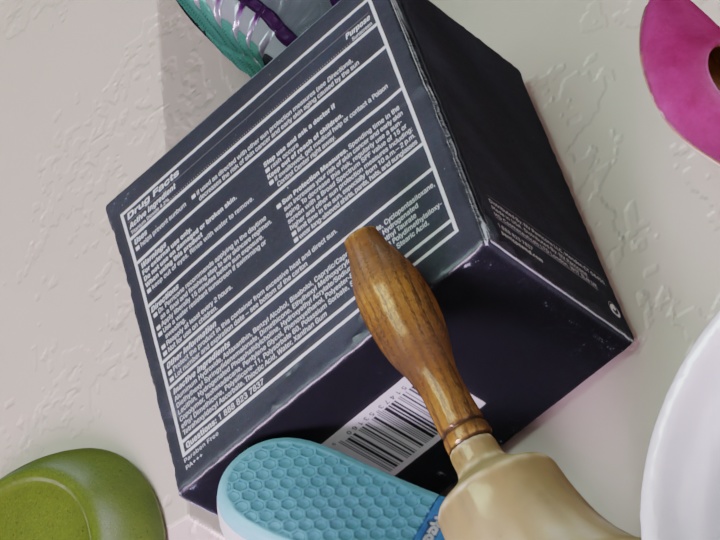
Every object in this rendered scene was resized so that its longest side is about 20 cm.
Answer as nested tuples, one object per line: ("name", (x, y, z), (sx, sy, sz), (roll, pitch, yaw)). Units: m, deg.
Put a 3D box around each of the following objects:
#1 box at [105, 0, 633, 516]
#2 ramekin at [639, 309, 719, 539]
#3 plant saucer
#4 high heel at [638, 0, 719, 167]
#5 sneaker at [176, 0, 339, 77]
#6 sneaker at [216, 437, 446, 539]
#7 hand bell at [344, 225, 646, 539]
("box", (0.000, 0.000, 1.327), (0.200, 0.123, 0.199), (-39, 44, 21))
("ramekin", (0.216, 0.086, 1.065), (0.200, 0.098, 0.201), (-26, 49, 34))
("plant saucer", (-0.185, 0.184, 1.480), (0.200, 0.031, 0.201), (-26, 49, 34))
("high heel", (0.191, -0.069, 1.206), (0.096, 0.067, 0.201), (-46, 45, 31))
("sneaker", (-0.037, -0.148, 1.518), (0.088, 0.074, 0.200), (-43, 47, -6))
("sneaker", (0.024, 0.165, 1.245), (0.199, 0.131, 0.080), (28, 50, 20))
("hand bell", (0.041, 0.065, 1.161), (0.104, 0.104, 0.200), (-40, 63, 21))
